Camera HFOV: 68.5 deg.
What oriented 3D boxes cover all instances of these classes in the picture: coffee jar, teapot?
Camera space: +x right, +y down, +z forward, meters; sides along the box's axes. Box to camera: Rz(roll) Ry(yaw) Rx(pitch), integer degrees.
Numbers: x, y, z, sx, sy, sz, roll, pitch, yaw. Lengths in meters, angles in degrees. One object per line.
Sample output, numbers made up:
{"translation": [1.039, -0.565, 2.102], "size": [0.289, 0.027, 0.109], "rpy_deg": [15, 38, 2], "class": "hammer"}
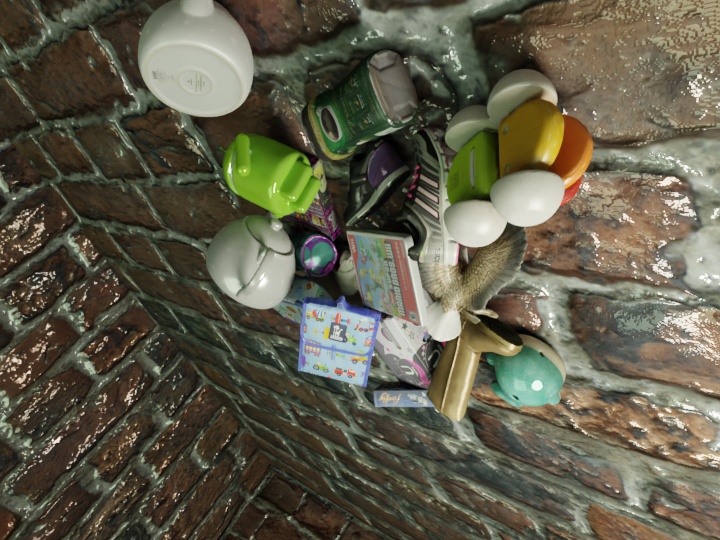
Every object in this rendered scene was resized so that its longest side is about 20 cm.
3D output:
{"translation": [-0.009, -0.237, 0.791], "size": [0.197, 0.084, 0.107], "rpy_deg": [-10, 108, 53], "class": "coffee jar"}
{"translation": [-0.197, -0.035, 1.033], "size": [0.201, 0.195, 0.147], "rpy_deg": [49, 113, 23], "class": "teapot"}
{"translation": [-0.264, -0.365, 0.870], "size": [0.194, 0.152, 0.196], "rpy_deg": [-15, 153, 28], "class": "teapot"}

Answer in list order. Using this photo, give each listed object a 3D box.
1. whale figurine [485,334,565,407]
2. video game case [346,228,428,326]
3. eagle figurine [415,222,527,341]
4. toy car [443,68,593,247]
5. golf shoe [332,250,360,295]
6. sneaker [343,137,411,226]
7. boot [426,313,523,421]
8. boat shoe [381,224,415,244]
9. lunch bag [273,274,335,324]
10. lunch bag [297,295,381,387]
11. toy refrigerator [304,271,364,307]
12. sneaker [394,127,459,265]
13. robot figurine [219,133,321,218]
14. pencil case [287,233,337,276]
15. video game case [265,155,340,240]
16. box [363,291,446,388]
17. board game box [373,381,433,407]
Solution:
{"translation": [0.295, 0.210, 0.986], "size": [0.156, 0.104, 0.203], "rpy_deg": [33, 148, 13], "class": "whale figurine"}
{"translation": [0.041, 0.005, 0.902], "size": [0.198, 0.017, 0.148], "rpy_deg": [14, 121, 61], "class": "video game case"}
{"translation": [0.161, -0.004, 0.846], "size": [0.204, 0.146, 0.154], "rpy_deg": [95, 155, -50], "class": "eagle figurine"}
{"translation": [0.196, -0.126, 0.661], "size": [0.145, 0.182, 0.198], "rpy_deg": [12, 161, -27], "class": "toy car"}
{"translation": [0.000, 0.000, 1.101], "size": [0.197, 0.075, 0.093], "rpy_deg": [-10, 120, 52], "class": "golf shoe"}
{"translation": [0.012, -0.154, 0.912], "size": [0.089, 0.075, 0.200], "rpy_deg": [55, 146, 4], "class": "sneaker"}
{"translation": [0.204, 0.181, 0.966], "size": [0.175, 0.064, 0.207], "rpy_deg": [42, 121, 59], "class": "boot"}
{"translation": [0.064, -0.047, 0.968], "size": [0.194, 0.087, 0.069], "rpy_deg": [-3, 149, 32], "class": "boat shoe"}
{"translation": [-0.123, 0.079, 1.176], "size": [0.195, 0.077, 0.161], "rpy_deg": [17, 155, 39], "class": "lunch bag"}
{"translation": [-0.040, 0.120, 1.034], "size": [0.145, 0.096, 0.204], "rpy_deg": [12, 136, 4], "class": "lunch bag"}
{"translation": [-0.035, 0.064, 1.216], "size": [0.196, 0.076, 0.071], "rpy_deg": [31, 149, 17], "class": "toy refrigerator"}
{"translation": [0.088, -0.104, 0.769], "size": [0.074, 0.084, 0.209], "rpy_deg": [65, -164, -84], "class": "sneaker"}
{"translation": [-0.168, -0.176, 0.962], "size": [0.195, 0.118, 0.176], "rpy_deg": [26, 170, 25], "class": "robot figurine"}
{"translation": [-0.128, -0.034, 1.159], "size": [0.198, 0.084, 0.094], "rpy_deg": [9, 132, 61], "class": "pencil case"}
{"translation": [-0.141, -0.164, 1.092], "size": [0.195, 0.036, 0.185], "rpy_deg": [21, 143, 32], "class": "video game case"}
{"translation": [0.104, 0.137, 1.107], "size": [0.130, 0.115, 0.202], "rpy_deg": [-7, 126, 52], "class": "box"}
{"translation": [0.135, 0.271, 1.164], "size": [0.192, 0.036, 0.135], "rpy_deg": [-3, 175, 13], "class": "board game box"}
